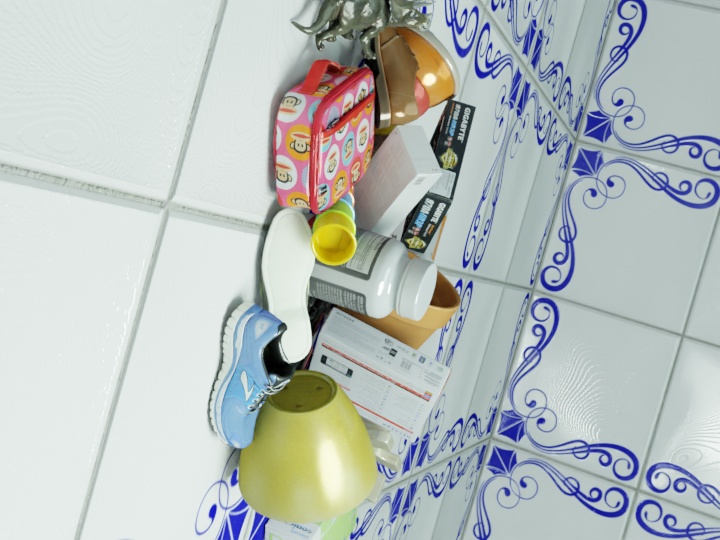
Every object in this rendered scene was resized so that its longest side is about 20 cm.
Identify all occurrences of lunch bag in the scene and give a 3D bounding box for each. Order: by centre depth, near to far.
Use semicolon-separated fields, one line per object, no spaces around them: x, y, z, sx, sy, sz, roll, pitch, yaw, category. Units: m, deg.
-0.045;-0.186;1.377;0.200;0.081;0.179;-50;148;-55;lunch bag

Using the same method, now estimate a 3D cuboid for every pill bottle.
0.000;0.000;1.466;0.111;0.197;0.112;18;90;-72;pill bottle

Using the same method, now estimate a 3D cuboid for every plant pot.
-0.077;0.224;1.465;0.200;0.197;0.144;-48;141;-52;plant pot
0.041;0.059;1.683;0.141;0.199;0.200;-62;166;19;plant pot

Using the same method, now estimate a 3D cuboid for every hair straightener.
-0.076;0.079;1.563;0.078;0.040;0.201;86;27;-47;hair straightener

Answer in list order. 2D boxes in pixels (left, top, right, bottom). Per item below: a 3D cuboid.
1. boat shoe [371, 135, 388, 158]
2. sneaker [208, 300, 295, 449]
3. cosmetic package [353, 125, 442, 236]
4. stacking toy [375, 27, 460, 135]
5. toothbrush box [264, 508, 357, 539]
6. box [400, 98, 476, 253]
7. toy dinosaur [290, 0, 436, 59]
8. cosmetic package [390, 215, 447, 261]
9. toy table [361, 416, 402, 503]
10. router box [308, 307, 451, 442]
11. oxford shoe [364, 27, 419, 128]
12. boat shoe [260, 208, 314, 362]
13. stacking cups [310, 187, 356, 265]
0.049;-0.175;1.663;0.071;0.070;0.200;-69;162;1;boat shoe
-0.136;0.145;1.368;0.078;0.088;0.203;-37;142;-60;sneaker
0.037;-0.113;1.512;0.050;0.083;0.200;-8;154;-34;cosmetic package
0.034;-0.247;1.530;0.200;0.145;0.147;-47;154;-16;stacking toy
-0.079;0.427;1.785;0.200;0.085;0.147;-51;152;-51;toothbrush box
0.113;-0.136;1.597;0.200;0.045;0.161;112;-6;-67;box
-0.008;-0.327;1.344;0.198;0.077;0.103;2;130;-35;toy dinosaur
0.099;-0.075;1.859;0.200;0.070;0.103;30;77;-79;cosmetic package
0.009;0.306;1.894;0.200;0.116;0.186;47;61;-70;toy table
0.021;0.161;1.610;0.049;0.198;0.180;-59;174;-33;router box
0.043;-0.296;1.461;0.071;0.070;0.203;157;-74;-79;oxford shoe
-0.100;0.016;1.409;0.060;0.071;0.205;-146;-126;-67;boat shoe
-0.037;-0.085;1.431;0.201;0.059;0.061;-93;-173;-58;stacking cups
